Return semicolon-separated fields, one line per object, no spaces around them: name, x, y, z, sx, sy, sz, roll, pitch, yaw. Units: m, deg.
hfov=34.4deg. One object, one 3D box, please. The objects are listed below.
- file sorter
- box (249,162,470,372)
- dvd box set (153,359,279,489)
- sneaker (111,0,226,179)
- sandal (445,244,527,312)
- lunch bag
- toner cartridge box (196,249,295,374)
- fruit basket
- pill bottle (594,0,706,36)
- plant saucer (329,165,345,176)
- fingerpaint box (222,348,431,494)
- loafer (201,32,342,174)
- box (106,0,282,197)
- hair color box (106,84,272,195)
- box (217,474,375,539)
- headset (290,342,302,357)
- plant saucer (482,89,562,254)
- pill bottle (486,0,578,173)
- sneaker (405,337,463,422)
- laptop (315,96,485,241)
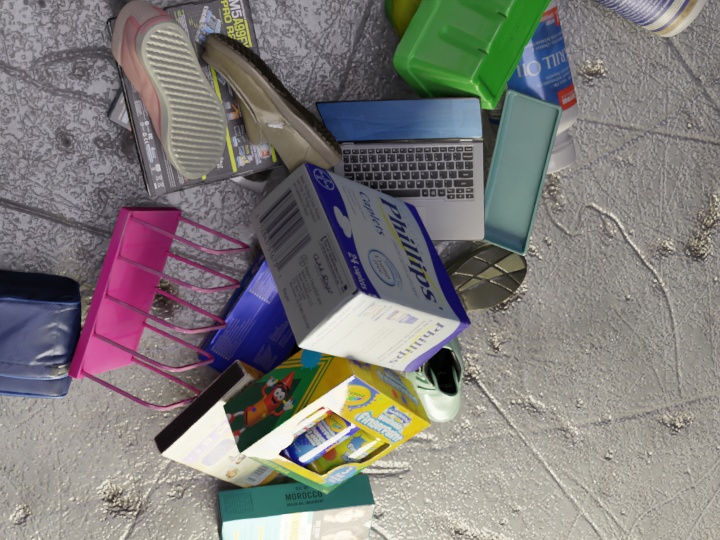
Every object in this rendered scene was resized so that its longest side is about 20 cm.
file sorter;-0.225;0.043;1.345;0.124;0.139;0.202;22;99;14
box;0.000;0.000;1.303;0.105;0.185;0.199;-41;145;26
dvd box set;-0.137;0.194;1.420;0.146;0.030;0.200;-43;142;10
sneaker;-0.207;-0.200;1.247;0.075;0.105;0.202;-31;136;-17
sandal;0.120;0.024;1.497;0.199;0.058;0.080;-31;115;10
lunch bag;-0.422;0.077;1.329;0.197;0.136;0.134;6;101;-14
toner cartridge box;-0.112;0.046;1.447;0.094;0.043;0.201;33;93;-18
fruit basket;0.097;-0.299;1.319;0.213;0.155;0.219;-5;75;21
pill bottle;0.321;-0.376;1.414;0.198;0.116;0.117;22;98;-18
plant saucer;0.052;-0.121;1.462;0.197;0.019;0.071;6;102;-16
fingerpaint box;-0.035;0.172;1.372;0.166;0.074;0.200;-35;144;12
loafer;-0.106;-0.174;1.271;0.068;0.076;0.200;-42;104;12
box;-0.185;-0.198;1.307;0.158;0.044;0.203;-15;104;-13
hair color box;-0.187;-0.179;1.365;0.198;0.061;0.100;26;95;-19
box;-0.084;0.318;1.500;0.197;0.049;0.083;-4;133;-12
headset;-0.013;0.077;1.474;0.122;0.094;0.201;21;113;-29
plant saucer;0.190;-0.118;1.398;0.069;0.019;0.202;21;123;19
pill bottle;0.206;-0.224;1.425;0.111;0.112;0.202;-19;108;-8
sneaker;0.095;0.142;1.463;0.073;0.119;0.202;-10;126;1
laptop;0.051;-0.113;1.363;0.184;0.116;0.203;0;110;8
